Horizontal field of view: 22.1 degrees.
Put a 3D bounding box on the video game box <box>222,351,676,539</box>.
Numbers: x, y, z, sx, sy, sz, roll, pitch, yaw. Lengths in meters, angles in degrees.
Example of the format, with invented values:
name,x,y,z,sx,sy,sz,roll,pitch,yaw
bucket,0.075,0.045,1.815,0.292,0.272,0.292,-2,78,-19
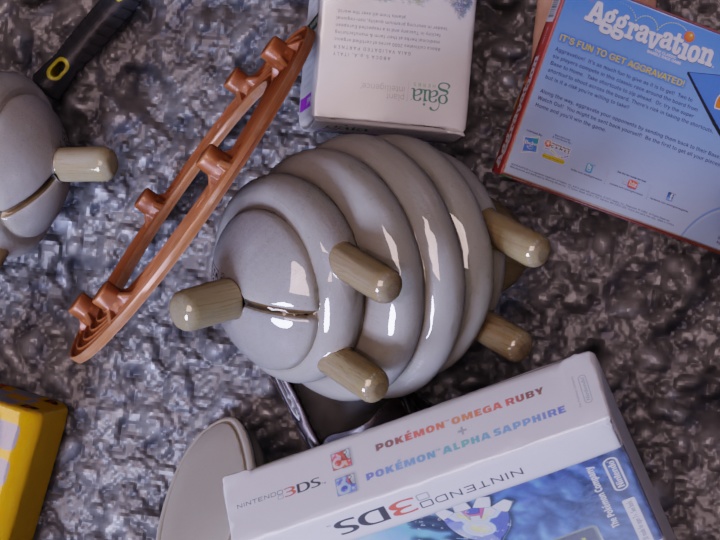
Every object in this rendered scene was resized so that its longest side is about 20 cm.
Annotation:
name,x,y,z,sx,sy,sz,roll,pitch,yaw
video game box,0.055,0.137,0.890,0.182,0.200,0.047,-19,47,11

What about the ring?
name,x,y,z,sx,sy,sz,roll,pitch,yaw
ring,-0.087,-0.041,0.904,0.019,0.200,0.200,36,96,-12

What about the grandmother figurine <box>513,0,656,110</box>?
name,x,y,z,sx,sy,sz,roll,pitch,yaw
grandmother figurine,0.126,-0.179,0.938,0.121,0.061,0.200,2,93,-5

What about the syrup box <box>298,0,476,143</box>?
name,x,y,z,sx,sy,sz,roll,pitch,yaw
syrup box,0.018,-0.167,0.936,0.079,0.081,0.200,5,92,-7

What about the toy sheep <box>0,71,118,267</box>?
name,x,y,z,sx,sy,sz,roll,pitch,yaw
toy sheep,-0.220,-0.050,0.959,0.200,0.138,0.138,4,91,15

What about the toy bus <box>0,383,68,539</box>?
name,x,y,z,sx,sy,sz,roll,pitch,yaw
toy bus,-0.225,0.159,0.995,0.078,0.065,0.200,16,92,8

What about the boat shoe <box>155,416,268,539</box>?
name,x,y,z,sx,sy,sz,roll,pitch,yaw
boat shoe,-0.061,0.164,0.935,0.067,0.200,0.057,-31,128,20

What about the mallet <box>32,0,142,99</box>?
name,x,y,z,sx,sy,sz,roll,pitch,yaw
mallet,-0.098,-0.165,0.990,0.066,0.041,0.200,37,101,5

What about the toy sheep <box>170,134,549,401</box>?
name,x,y,z,sx,sy,sz,roll,pitch,yaw
toy sheep,0.000,0.000,0.869,0.138,0.200,0.138,11,104,49

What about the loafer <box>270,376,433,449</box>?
name,x,y,z,sx,sy,sz,roll,pitch,yaw
loafer,-0.009,0.070,0.958,0.072,0.063,0.200,-37,84,8

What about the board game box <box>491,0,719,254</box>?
name,x,y,z,sx,sy,sz,roll,pitch,yaw
board game box,0.175,-0.064,0.915,0.200,0.019,0.103,19,95,-12
